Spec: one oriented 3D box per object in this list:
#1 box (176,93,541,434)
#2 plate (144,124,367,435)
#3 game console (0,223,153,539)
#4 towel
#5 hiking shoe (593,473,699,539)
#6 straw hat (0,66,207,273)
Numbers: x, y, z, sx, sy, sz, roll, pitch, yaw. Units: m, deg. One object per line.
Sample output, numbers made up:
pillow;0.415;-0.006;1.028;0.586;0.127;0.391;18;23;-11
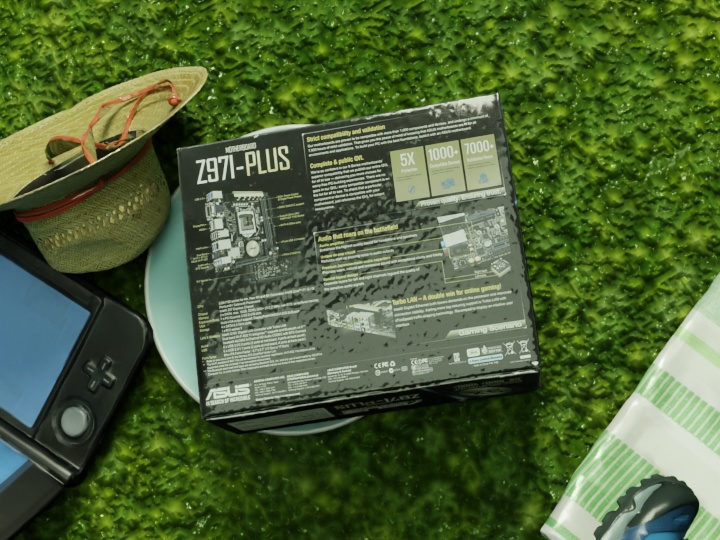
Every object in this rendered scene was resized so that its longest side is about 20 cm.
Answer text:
box;0.000;0.000;0.771;0.197;0.086;0.167;-9;77;6
plate;-0.042;0.006;0.834;0.197;0.026;0.204;-2;77;7
game console;-0.261;0.062;0.803;0.198;0.116;0.178;31;95;12
towel;0.220;0.123;0.769;0.152;0.023;0.201;37;84;15
hiking shoe;0.149;0.211;0.693;0.086;0.074;0.202;18;73;34
straw hat;-0.169;-0.047;0.820;0.198;0.202;0.086;-22;113;3
